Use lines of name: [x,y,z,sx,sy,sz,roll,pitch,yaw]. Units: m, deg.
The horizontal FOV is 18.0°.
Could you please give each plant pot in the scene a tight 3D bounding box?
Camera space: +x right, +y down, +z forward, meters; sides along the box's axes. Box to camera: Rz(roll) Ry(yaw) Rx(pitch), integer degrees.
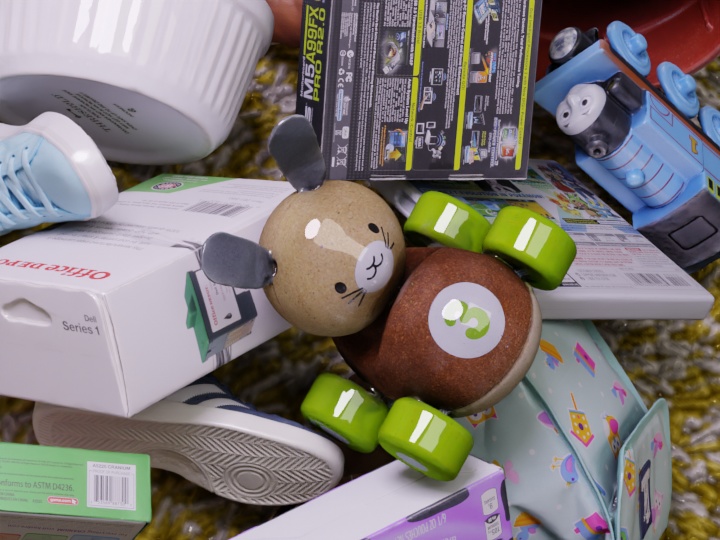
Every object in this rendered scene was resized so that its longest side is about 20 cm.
plant pot: [0.172,-0.261,1.683,0.199,0.201,0.196,8,56,-20]

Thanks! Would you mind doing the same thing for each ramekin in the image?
ramekin: [-0.161,-0.140,1.478,0.201,0.202,0.095,15,73,-16]

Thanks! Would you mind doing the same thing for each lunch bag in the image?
lunch bag: [0.129,0.120,1.497,0.200,0.122,0.170,54,24,-1]

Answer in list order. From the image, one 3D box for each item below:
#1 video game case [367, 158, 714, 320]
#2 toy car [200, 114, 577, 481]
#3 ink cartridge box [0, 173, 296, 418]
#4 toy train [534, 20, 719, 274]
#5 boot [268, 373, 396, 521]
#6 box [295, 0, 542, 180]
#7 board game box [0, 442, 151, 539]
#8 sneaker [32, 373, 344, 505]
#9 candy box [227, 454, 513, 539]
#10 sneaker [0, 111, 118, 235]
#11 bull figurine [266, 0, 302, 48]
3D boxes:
video game case: [0.120,-0.024,1.555,0.199,0.022,0.182,1,33,-44]
toy car: [0.000,0.000,1.355,0.200,0.157,0.165,38,75,-35]
ink cartridge box: [-0.133,0.011,1.413,0.200,0.145,0.085,-29,116,-44]
toy train: [0.207,-0.092,1.638,0.200,0.086,0.115,38,35,-30]
boot: [-0.017,0.149,1.468,0.075,0.073,0.201,23,61,-28]
box: [0.040,-0.159,1.482,0.159,0.044,0.202,-2,103,-28]
board game box: [-0.220,0.151,1.312,0.152,0.200,0.041,7,64,-21]
sneaker: [-0.103,0.087,1.446,0.199,0.075,0.085,13,44,1]
candy box: [0.018,0.231,1.393,0.167,0.071,0.201,-23,116,-30]
sneaker: [-0.221,-0.047,1.416,0.082,0.200,0.074,-42,111,-25]
bull figurine: [-0.031,-0.192,1.560,0.199,0.122,0.065,12,45,19]
